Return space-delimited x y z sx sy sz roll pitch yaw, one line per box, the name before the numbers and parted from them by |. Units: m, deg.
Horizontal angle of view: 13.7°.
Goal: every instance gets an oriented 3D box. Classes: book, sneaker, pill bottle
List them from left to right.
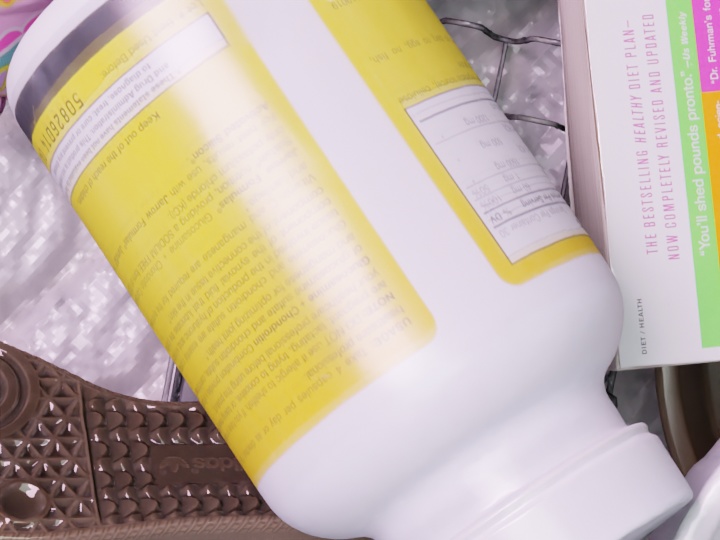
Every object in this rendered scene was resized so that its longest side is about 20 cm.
sneaker | -0.075 0.072 0.865 0.199 0.076 0.071 7 50 -8
pill bottle | 0.000 0.000 0.808 0.112 0.112 0.200 -34 80 1
book | 0.160 -0.047 0.866 0.199 0.048 0.134 -5 92 -9

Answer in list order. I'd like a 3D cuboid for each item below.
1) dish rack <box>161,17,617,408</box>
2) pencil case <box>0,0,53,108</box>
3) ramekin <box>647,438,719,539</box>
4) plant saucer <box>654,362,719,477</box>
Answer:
dish rack | 0.019 -0.017 0.904 0.153 0.055 0.201 11 91 1
pencil case | -0.083 -0.141 0.879 0.087 0.087 0.200 36 91 0
ramekin | 0.168 0.116 0.849 0.200 0.098 0.201 0 90 -4
plant saucer | 0.187 0.024 0.912 0.200 0.029 0.201 0 92 -2
